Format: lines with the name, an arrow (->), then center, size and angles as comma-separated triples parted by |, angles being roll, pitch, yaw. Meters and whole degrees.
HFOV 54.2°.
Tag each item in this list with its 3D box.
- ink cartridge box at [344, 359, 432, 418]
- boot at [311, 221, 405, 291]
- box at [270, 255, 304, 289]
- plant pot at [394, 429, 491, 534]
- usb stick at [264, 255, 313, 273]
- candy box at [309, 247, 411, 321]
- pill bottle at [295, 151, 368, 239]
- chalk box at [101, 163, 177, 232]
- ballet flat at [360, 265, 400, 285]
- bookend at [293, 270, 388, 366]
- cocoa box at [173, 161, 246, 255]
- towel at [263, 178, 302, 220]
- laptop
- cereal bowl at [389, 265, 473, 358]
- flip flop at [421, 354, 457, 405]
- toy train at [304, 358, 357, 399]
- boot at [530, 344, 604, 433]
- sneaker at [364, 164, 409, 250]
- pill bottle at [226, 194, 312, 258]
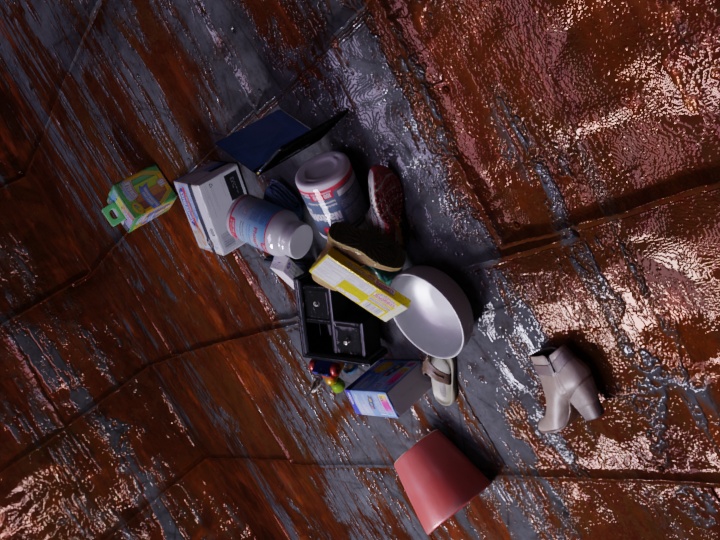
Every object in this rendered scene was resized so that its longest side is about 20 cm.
ink cartridge box -> 0.057, 0.281, 1.690 | 0.199, 0.136, 0.077 | -12, 109, 54
boot -> -0.007, -0.012, 1.456 | 0.173, 0.067, 0.201 | 26, 150, 2
box -> -0.160, 0.017, 1.721 | 0.041, 0.039, 0.200 | 15, 164, 24
plant pot -> 0.185, 0.497, 1.689 | 0.178, 0.198, 0.202 | 51, 148, 20
usb stick -> -0.182, -0.008, 1.829 | 0.198, 0.033, 0.056 | 7, 131, 47
candy box -> -0.002, 0.031, 1.427 | 0.198, 0.027, 0.102 | 34, 147, -13
pill bottle -> -0.046, -0.132, 1.464 | 0.118, 0.120, 0.202 | 18, 144, 42
chalk box -> -0.677, -0.208, 2.121 | 0.125, 0.199, 0.123 | 54, 146, -2
ballet flat -> 0.000, 0.000, 1.575 | 0.198, 0.070, 0.068 | 13, 130, 46
bookend -> -0.047, 0.110, 1.681 | 0.197, 0.092, 0.203 | 4, 108, 31
cocoa box -> -0.373, -0.165, 1.839 | 0.130, 0.133, 0.203 | 14, 129, 45
towel -> -0.197, -0.124, 1.732 | 0.111, 0.048, 0.201 | 42, 143, 12
laptop -> -0.162, -0.287, 1.419 | 0.117, 0.186, 0.199 | 55, 147, -4
cereal bowl -> 0.153, 0.074, 1.437 | 0.199, 0.083, 0.203 | 32, 140, 31
flip flop -> 0.170, 0.229, 1.575 | 0.080, 0.057, 0.203 | 20, 134, 40
toy train -> -0.076, 0.272, 1.786 | 0.083, 0.202, 0.117 | 6, 141, 33
boot -> 0.367, 0.219, 1.323 | 0.148, 0.070, 0.200 | 58, 146, 7
sneaker -> 0.038, -0.118, 1.417 | 0.081, 0.077, 0.203 | 24, 136, 39
pill bottle -> -0.209, -0.098, 1.634 | 0.198, 0.108, 0.110 | 23, 136, 32
